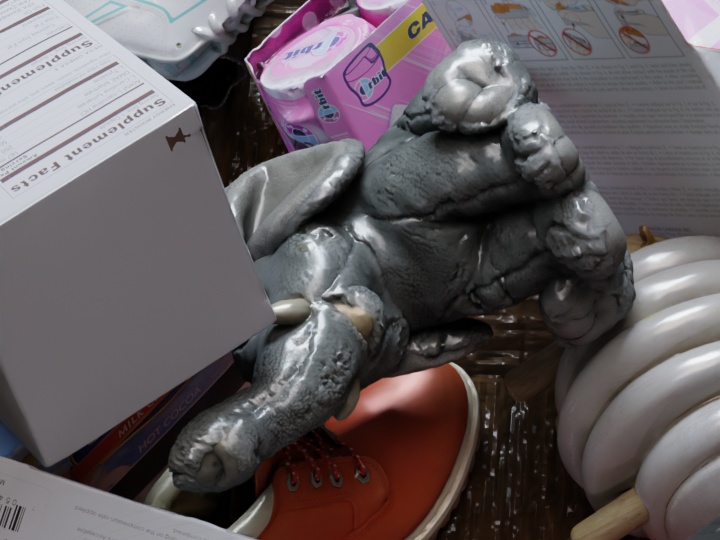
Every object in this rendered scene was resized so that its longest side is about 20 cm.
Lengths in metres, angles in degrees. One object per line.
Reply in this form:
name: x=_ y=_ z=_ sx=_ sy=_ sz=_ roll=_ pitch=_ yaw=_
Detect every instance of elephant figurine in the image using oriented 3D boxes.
elephant figurine: x=0.000 y=0.000 z=1.192 sx=0.199 sy=0.155 sz=0.142 roll=-32 pitch=69 yaw=3

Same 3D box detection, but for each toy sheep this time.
toy sheep: x=0.143 y=0.062 z=1.232 sx=0.137 sy=0.138 sz=0.201 roll=-18 pitch=53 yaw=-8

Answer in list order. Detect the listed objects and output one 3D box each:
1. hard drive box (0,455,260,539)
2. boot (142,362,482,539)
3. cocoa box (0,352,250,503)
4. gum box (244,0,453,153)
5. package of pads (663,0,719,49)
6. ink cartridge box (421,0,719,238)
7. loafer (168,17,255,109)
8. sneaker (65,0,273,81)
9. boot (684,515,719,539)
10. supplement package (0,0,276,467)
hard drive box: x=-0.130 y=0.179 z=1.114 sx=0.155 sy=0.077 sz=0.201 roll=19 pitch=84 yaw=-10
boot: x=-0.021 y=0.090 z=1.239 sx=0.075 sy=0.108 sz=0.200 roll=31 pitch=59 yaw=29
cocoa box: x=-0.151 y=0.049 z=1.265 sx=0.133 sy=0.132 sz=0.200 roll=32 pitch=62 yaw=26
gum box: x=0.045 y=-0.102 z=1.362 sx=0.200 sy=0.114 sz=0.066 roll=-44 pitch=33 yaw=-25
package of pads: x=0.206 y=-0.124 z=1.368 sx=0.200 sy=0.121 sz=0.076 roll=-39 pitch=74 yaw=-22
ink cartridge box: x=0.118 y=-0.085 z=1.264 sx=0.047 sy=0.200 sz=0.160 roll=-48 pitch=28 yaw=-25
loafer: x=-0.080 y=-0.111 z=1.425 sx=0.071 sy=0.073 sz=0.200 roll=27 pitch=69 yaw=18
sneaker: x=-0.071 y=-0.132 z=1.358 sx=0.199 sy=0.070 sz=0.081 roll=-18 pitch=68 yaw=9
boot: x=0.234 y=0.126 z=1.148 sx=0.199 sy=0.077 sz=0.139 roll=-27 pitch=91 yaw=-15
supplement package: x=-0.139 y=-0.034 z=1.142 sx=0.109 sy=0.114 sz=0.200 roll=-32 pitch=38 yaw=-16
